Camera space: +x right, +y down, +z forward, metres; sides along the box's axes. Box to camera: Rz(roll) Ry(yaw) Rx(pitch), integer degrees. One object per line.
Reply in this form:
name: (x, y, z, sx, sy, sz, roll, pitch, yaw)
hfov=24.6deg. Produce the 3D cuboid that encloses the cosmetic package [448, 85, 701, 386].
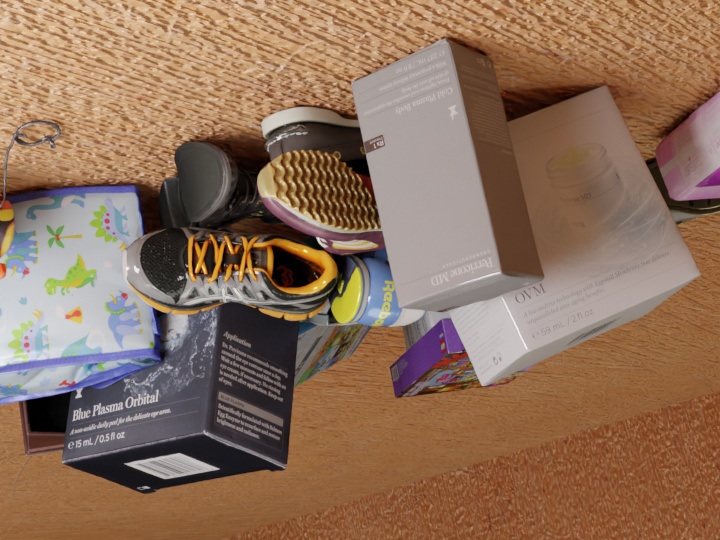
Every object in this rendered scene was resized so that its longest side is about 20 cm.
cosmetic package: (0.169, -0.034, 1.517, 0.198, 0.202, 0.123, -22, 168, -23)

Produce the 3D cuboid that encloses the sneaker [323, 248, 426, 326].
sneaker: (0.009, -0.003, 1.539, 0.081, 0.201, 0.075, 8, 116, -14)

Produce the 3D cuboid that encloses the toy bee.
toy bee: (-0.336, -0.040, 1.376, 0.130, 0.110, 0.199, 3, 160, -37)

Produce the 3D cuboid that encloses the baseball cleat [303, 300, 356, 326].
baseball cleat: (0.000, 0.000, 1.651, 0.105, 0.070, 0.200, 18, -137, 27)

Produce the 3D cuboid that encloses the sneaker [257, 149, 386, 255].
sneaker: (-0.024, -0.048, 1.414, 0.198, 0.076, 0.090, 10, 152, -43)

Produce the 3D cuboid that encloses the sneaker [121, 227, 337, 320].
sneaker: (-0.111, -0.005, 1.448, 0.197, 0.079, 0.077, 4, 162, -23)

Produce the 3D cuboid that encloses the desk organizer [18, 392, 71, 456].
desk organizer: (-0.307, 0.071, 1.624, 0.071, 0.203, 0.077, -7, 163, -13)

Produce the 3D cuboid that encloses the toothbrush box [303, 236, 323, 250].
toothbrush box: (-0.076, 0.055, 1.792, 0.200, 0.085, 0.147, -42, 168, -9)

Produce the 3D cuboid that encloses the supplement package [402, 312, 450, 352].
supplement package: (0.143, 0.007, 1.820, 0.189, 0.149, 0.200, -9, 165, -7)

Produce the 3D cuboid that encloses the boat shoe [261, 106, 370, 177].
boat shoe: (-0.004, -0.102, 1.486, 0.199, 0.061, 0.071, 2, 160, -41)

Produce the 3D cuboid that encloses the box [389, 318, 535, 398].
box: (0.122, 0.087, 1.734, 0.135, 0.040, 0.200, -6, 165, -16)

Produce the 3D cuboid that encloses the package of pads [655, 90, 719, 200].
package of pads: (0.386, -0.134, 1.628, 0.119, 0.077, 0.200, -8, 165, -18)

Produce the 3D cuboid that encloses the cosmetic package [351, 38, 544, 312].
cosmetic package: (0.071, -0.074, 1.371, 0.106, 0.203, 0.090, -21, 163, 29)

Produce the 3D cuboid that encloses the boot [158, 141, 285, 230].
boot: (-0.087, -0.081, 1.516, 0.172, 0.070, 0.200, -9, 172, -21)

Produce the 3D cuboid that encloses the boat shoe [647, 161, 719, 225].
boat shoe: (0.339, -0.086, 1.793, 0.197, 0.076, 0.068, -9, 173, 20)

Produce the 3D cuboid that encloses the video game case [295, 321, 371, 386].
video game case: (-0.043, 0.074, 1.724, 0.199, 0.018, 0.144, -27, 158, -47)

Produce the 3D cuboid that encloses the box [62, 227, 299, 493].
box: (-0.167, 0.089, 1.559, 0.195, 0.203, 0.117, -15, 150, 37)

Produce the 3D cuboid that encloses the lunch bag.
lunch bag: (-0.285, 0.021, 1.510, 0.197, 0.172, 0.128, -13, 163, 7)
